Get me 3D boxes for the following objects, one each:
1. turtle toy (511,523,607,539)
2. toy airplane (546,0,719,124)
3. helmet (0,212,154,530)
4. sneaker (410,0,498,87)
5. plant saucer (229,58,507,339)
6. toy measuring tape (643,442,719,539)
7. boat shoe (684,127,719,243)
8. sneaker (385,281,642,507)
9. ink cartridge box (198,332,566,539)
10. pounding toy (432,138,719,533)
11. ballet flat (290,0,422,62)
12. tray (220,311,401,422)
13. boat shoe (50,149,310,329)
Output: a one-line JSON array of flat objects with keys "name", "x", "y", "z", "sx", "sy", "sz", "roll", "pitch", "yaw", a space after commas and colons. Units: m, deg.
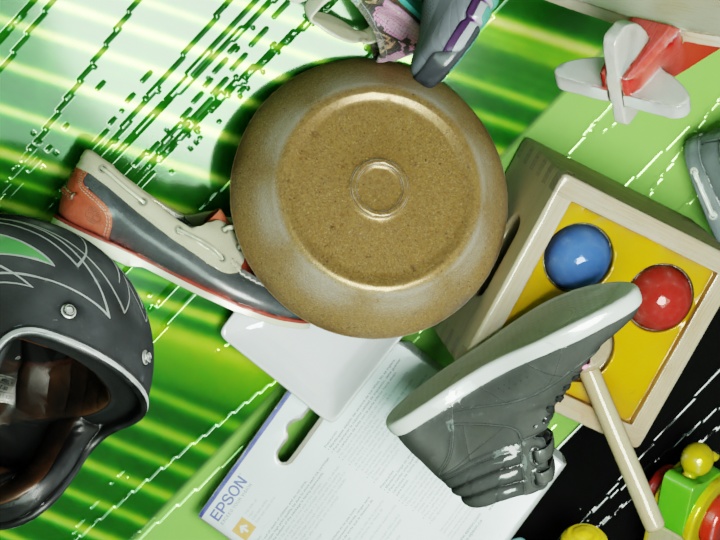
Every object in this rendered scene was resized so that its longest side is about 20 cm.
[{"name": "turtle toy", "x": 0.118, "y": 0.280, "z": 1.709, "sx": 0.101, "sy": 0.200, "sz": 0.146, "roll": 11, "pitch": 123, "yaw": 14}, {"name": "toy airplane", "x": 0.214, "y": -0.188, "z": 1.559, "sx": 0.199, "sy": 0.199, "sz": 0.142, "roll": -4, "pitch": 119, "yaw": -10}, {"name": "helmet", "x": -0.240, "y": 0.055, "z": 1.536, "sx": 0.191, "sy": 0.200, "sz": 0.200, "roll": -47, "pitch": 112, "yaw": -11}, {"name": "sneaker", "x": 0.059, "y": -0.219, "z": 1.560, "sx": 0.087, "sy": 0.074, "sz": 0.201, "roll": 29, "pitch": 66, "yaw": -9}, {"name": "plant saucer", "x": 0.010, "y": -0.054, "z": 1.596, "sx": 0.199, "sy": 0.035, "sz": 0.201, "roll": 2, "pitch": 80, "yaw": -11}, {"name": "toy measuring tape", "x": 0.250, "y": 0.210, "z": 1.779, "sx": 0.073, "sy": 0.074, "sz": 0.201, "roll": -2, "pitch": 125, "yaw": -12}, {"name": "boat shoe", "x": 0.294, "y": -0.022, "z": 1.718, "sx": 0.062, "sy": 0.073, "sz": 0.201, "roll": -2, "pitch": 124, "yaw": 33}, {"name": "sneaker", "x": 0.125, "y": 0.089, "z": 1.580, "sx": 0.200, "sy": 0.071, "sz": 0.099, "roll": -33, "pitch": 102, "yaw": 15}, {"name": "ink cartridge box", "x": 0.016, "y": 0.159, "z": 1.701, "sx": 0.200, "sy": 0.043, "sz": 0.197, "roll": 37, "pitch": 97, "yaw": -1}, {"name": "pounding toy", "x": 0.166, "y": 0.047, "z": 1.655, "sx": 0.183, "sy": 0.142, "sz": 0.201, "roll": 25, "pitch": 101, "yaw": -19}, {"name": "ballet flat", "x": -0.014, "y": -0.196, "z": 1.545, "sx": 0.071, "sy": 0.069, "sz": 0.200, "roll": -33, "pitch": 142, "yaw": 12}, {"name": "tray", "x": 0.000, "y": 0.000, "z": 1.652, "sx": 0.107, "sy": 0.022, "sz": 0.200, "roll": 38, "pitch": 97, "yaw": 3}, {"name": "boat shoe", "x": -0.117, "y": -0.017, "z": 1.606, "sx": 0.199, "sy": 0.071, "sz": 0.063, "roll": 24, "pitch": 89, "yaw": -10}]
